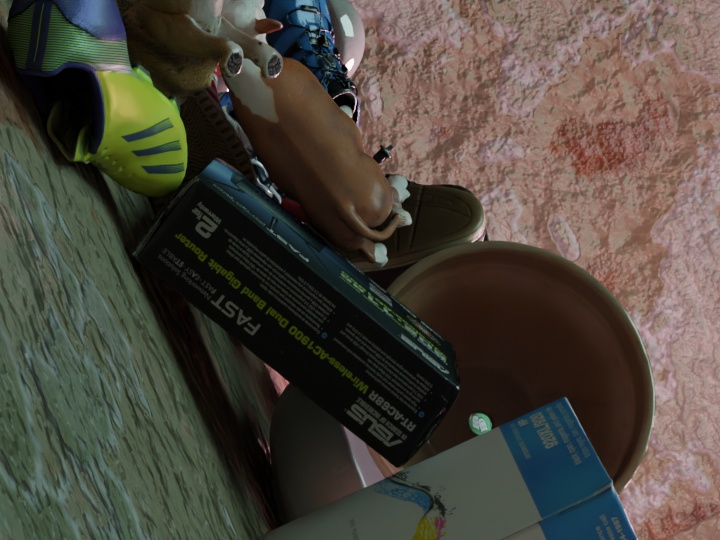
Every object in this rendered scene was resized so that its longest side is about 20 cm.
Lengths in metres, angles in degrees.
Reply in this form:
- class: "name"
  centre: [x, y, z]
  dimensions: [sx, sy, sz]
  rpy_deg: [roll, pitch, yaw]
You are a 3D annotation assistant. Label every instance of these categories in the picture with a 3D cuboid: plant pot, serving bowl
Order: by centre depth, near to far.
- class: "serving bowl"
  centre: [-0.012, 0.160, 1.331]
  dimensions: [0.200, 0.065, 0.202]
  rpy_deg: [-23, 90, -87]
- class: "plant pot"
  centre: [0.089, 0.090, 1.377]
  dimensions: [0.093, 0.199, 0.202]
  rpy_deg: [112, -41, -65]

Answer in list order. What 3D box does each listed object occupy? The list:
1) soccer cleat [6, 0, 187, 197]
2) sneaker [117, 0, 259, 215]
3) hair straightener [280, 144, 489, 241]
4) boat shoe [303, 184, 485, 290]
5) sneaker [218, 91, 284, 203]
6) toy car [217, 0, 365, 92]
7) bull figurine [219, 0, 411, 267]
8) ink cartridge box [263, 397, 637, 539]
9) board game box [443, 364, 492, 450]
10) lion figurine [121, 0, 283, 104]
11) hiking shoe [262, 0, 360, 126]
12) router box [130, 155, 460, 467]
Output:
- class: "soccer cleat"
  centre: [-0.142, -0.083, 1.095]
  dimensions: [0.201, 0.064, 0.084]
  rpy_deg: [69, 29, -61]
- class: "sneaker"
  centre: [-0.112, -0.091, 1.366]
  dimensions: [0.201, 0.071, 0.112]
  rpy_deg: [65, 7, 1]
- class: "hair straightener"
  centre: [0.009, -0.057, 1.478]
  dimensions: [0.199, 0.078, 0.041]
  rpy_deg: [21, -8, 27]
- class: "boat shoe"
  centre: [0.000, 0.000, 1.439]
  dimensions: [0.073, 0.198, 0.072]
  rpy_deg: [-91, 157, -47]
- class: "sneaker"
  centre: [-0.088, -0.063, 1.440]
  dimensions: [0.077, 0.085, 0.201]
  rpy_deg: [63, 6, -45]
- class: "toy car"
  centre: [-0.107, -0.199, 1.680]
  dimensions: [0.150, 0.174, 0.201]
  rpy_deg: [-50, -122, 55]
- class: "bull figurine"
  centre: [-0.034, -0.090, 1.334]
  dimensions: [0.201, 0.065, 0.121]
  rpy_deg: [61, 15, 22]
- class: "ink cartridge box"
  centre: [0.063, 0.194, 1.151]
  dimensions: [0.145, 0.199, 0.148]
  rpy_deg: [-110, 175, -72]
- class: "board game box"
  centre: [0.103, 0.095, 1.491]
  dimensions: [0.151, 0.046, 0.202]
  rpy_deg: [19, 60, -37]
- class: "lion figurine"
  centre: [-0.105, -0.180, 1.225]
  dimensions: [0.072, 0.122, 0.202]
  rpy_deg: [-12, 118, -49]
- class: "hiking shoe"
  centre: [-0.031, -0.146, 1.563]
  dimensions: [0.086, 0.074, 0.202]
  rpy_deg: [-4, -89, 49]
- class: "router box"
  centre: [-0.035, 0.019, 1.231]
  dimensions: [0.199, 0.062, 0.150]
  rpy_deg: [38, 7, -5]
